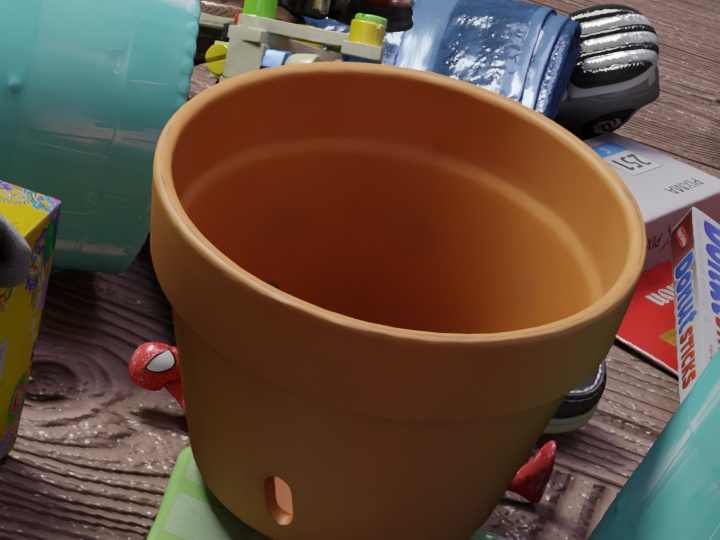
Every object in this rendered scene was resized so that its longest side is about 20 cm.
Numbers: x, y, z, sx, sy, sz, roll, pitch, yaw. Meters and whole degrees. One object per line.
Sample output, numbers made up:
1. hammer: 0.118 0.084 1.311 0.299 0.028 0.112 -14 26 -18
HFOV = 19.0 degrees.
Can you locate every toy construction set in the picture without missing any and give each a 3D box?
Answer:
1. toy construction set: -0.012 -0.098 1.199 0.130 0.093 0.200 11 -13 26

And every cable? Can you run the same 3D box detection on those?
1. cable: -0.026 -0.177 1.262 0.096 0.051 0.200 11 11 -18

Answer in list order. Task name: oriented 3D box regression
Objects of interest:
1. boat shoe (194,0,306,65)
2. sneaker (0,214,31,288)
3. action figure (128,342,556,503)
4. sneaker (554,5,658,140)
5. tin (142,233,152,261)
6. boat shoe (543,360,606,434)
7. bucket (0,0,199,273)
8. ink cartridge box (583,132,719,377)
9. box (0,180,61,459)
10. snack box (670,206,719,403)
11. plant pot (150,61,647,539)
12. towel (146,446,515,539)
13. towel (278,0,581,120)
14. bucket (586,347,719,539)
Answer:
1. boat shoe: -0.132 -0.139 1.306 0.201 0.075 0.075 11 14 12
2. sneaker: -0.191 -0.009 0.702 0.199 0.076 0.115 -10 37 -46
3. action figure: -0.010 0.062 0.996 0.198 0.052 0.066 10 30 -10
4. sneaker: 0.101 -0.111 1.402 0.198 0.076 0.116 -4 -21 15
5. tin: -0.083 -0.039 1.174 0.111 0.042 0.200 2 28 -37
6. boat shoe: 0.036 0.012 1.047 0.199 0.065 0.072 30 47 -2
7. bucket: -0.165 -0.097 1.041 0.134 0.208 0.208 12 24 -17
8. ink cartridge box: 0.170 -0.016 1.273 0.175 0.045 0.199 28 27 27
9. box: -0.246 0.030 0.824 0.191 0.123 0.200 18 24 6
10. snack box: 0.204 0.036 1.167 0.072 0.024 0.200 34 26 -11
11. plant pot: 0.006 0.024 0.887 0.198 0.141 0.201 8 33 -5
12. towel: 0.008 0.134 0.871 0.198 0.031 0.149 16 23 0
13. towel: 0.029 -0.128 1.318 0.198 0.049 0.112 8 56 19
14. bucket: 0.193 0.120 0.849 0.206 0.135 0.208 21 28 -11
